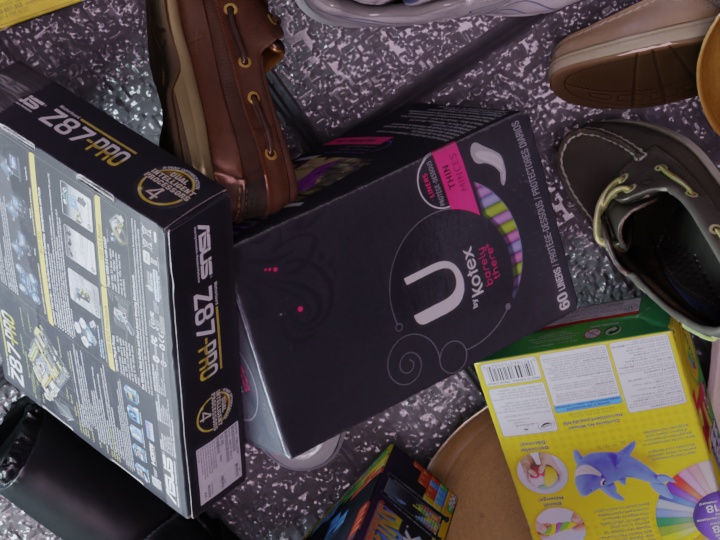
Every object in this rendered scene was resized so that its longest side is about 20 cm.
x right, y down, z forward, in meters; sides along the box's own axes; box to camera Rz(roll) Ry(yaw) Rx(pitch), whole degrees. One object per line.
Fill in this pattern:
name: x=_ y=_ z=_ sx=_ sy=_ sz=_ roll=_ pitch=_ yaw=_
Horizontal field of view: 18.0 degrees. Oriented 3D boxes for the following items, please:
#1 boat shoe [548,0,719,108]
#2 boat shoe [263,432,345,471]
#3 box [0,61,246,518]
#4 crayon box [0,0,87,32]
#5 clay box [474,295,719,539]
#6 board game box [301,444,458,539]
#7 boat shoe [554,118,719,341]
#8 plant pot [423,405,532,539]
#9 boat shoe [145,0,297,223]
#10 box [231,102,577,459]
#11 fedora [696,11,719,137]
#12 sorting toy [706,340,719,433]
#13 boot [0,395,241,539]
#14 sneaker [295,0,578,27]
boat shoe: x=0.196 y=-0.146 z=1.260 sx=0.200 sy=0.072 sz=0.065 roll=-18 pitch=66 yaw=6
boat shoe: x=-0.053 y=0.029 z=1.306 sx=0.073 sy=0.067 sz=0.200 roll=-13 pitch=106 yaw=4
box: x=-0.132 y=0.012 z=1.177 sx=0.161 sy=0.049 sz=0.200 roll=30 pitch=139 yaw=32
crayon box: x=-0.176 y=-0.244 z=1.235 sx=0.127 sy=0.051 sz=0.200 roll=-17 pitch=106 yaw=5
clay box: x=0.148 y=0.114 z=1.289 sx=0.115 sy=0.048 sz=0.200 roll=-10 pitch=119 yaw=18
board game box: x=-0.037 y=0.211 z=1.293 sx=0.057 sy=0.165 sz=0.200 roll=40 pitch=110 yaw=-3
boat shoe: x=0.164 y=-0.025 z=1.226 sx=0.060 sy=0.202 sz=0.072 roll=2 pitch=120 yaw=-37
plant pot: x=0.128 y=0.157 z=1.363 sx=0.200 sy=0.027 sz=0.200 roll=0 pitch=105 yaw=0
boat shoe: x=-0.074 y=-0.115 z=1.181 sx=0.067 sy=0.072 sz=0.200 roll=-4 pitch=69 yaw=-12
box: x=0.000 y=0.000 z=1.229 sx=0.200 sy=0.106 sz=0.122 roll=-27 pitch=109 yaw=-26
fedora: x=0.278 y=-0.100 z=1.214 sx=0.200 sy=0.082 sz=0.201 roll=-10 pitch=142 yaw=-8
sorting toy: x=0.277 y=0.065 z=1.301 sx=0.200 sy=0.107 sz=0.180 roll=18 pitch=110 yaw=-5
boot: x=-0.138 y=0.148 z=1.279 sx=0.162 sy=0.198 sz=0.073 roll=41 pitch=100 yaw=-17
sneaker: x=0.061 y=-0.163 z=1.240 sx=0.200 sy=0.087 sz=0.075 roll=-12 pitch=105 yaw=3
